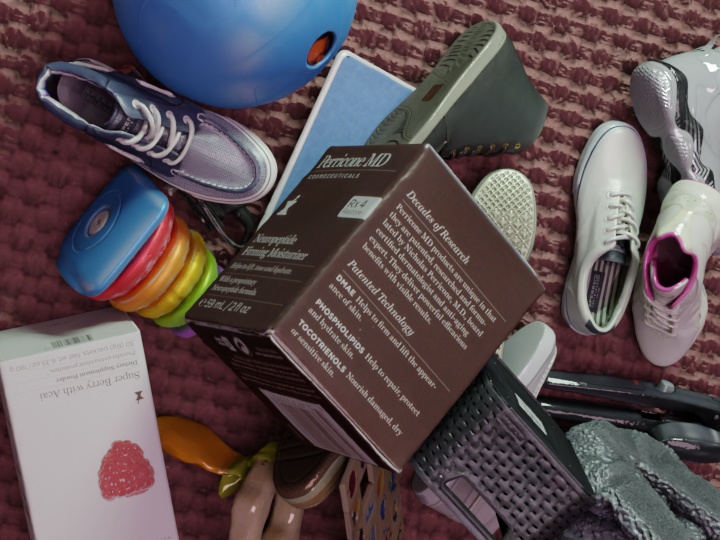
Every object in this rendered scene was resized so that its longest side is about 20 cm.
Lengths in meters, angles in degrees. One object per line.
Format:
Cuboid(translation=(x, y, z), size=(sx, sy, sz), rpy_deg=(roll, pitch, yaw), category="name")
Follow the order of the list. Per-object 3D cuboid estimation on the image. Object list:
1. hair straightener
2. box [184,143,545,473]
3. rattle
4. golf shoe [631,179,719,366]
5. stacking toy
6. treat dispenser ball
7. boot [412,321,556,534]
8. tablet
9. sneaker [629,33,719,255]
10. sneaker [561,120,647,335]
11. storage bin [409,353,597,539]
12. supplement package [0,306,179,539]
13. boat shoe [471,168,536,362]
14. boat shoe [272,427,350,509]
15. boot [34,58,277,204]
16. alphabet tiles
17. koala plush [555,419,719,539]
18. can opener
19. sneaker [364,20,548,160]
Cuboid(translation=(-0.155, -0.079, 1.456), size=(0.041, 0.077, 0.200), rpy_deg=(-23, 117, 28), category="hair straightener")
Cuboid(translation=(0.002, 0.026, 1.363), size=(0.164, 0.166, 0.200), rpy_deg=(48, 71, -23), category="box")
Cuboid(translation=(-0.118, 0.239, 1.526), size=(0.142, 0.131, 0.201), rpy_deg=(3, 133, 5), category="rattle")
Cuboid(translation=(0.278, 0.015, 1.559), size=(0.092, 0.075, 0.201), rpy_deg=(-47, 149, -46), category="golf shoe")
Cuboid(translation=(-0.153, 0.012, 1.465), size=(0.200, 0.116, 0.110), rpy_deg=(39, 92, -32), category="stacking toy")
Cuboid(translation=(-0.101, -0.232, 1.373), size=(0.199, 0.201, 0.203), rpy_deg=(-3, 100, -16), category="treat dispenser ball")
Cuboid(translation=(0.140, 0.149, 1.582), size=(0.095, 0.074, 0.201), rpy_deg=(33, 98, -19), category="boot")
Cuboid(translation=(-0.013, -0.080, 1.507), size=(0.130, 0.014, 0.201), rpy_deg=(24, 91, -38), category="tablet")
Cuboid(translation=(0.330, -0.119, 1.584), size=(0.114, 0.075, 0.201), rpy_deg=(-29, 112, -16), category="sneaker")
Cuboid(translation=(0.234, -0.036, 1.574), size=(0.072, 0.071, 0.202), rpy_deg=(4, 96, -17), category="sneaker")
Cuboid(translation=(0.111, 0.148, 1.436), size=(0.094, 0.200, 0.135), rpy_deg=(-41, 100, 6), category="storage bin")
Cuboid(translation=(-0.232, 0.147, 1.441), size=(0.120, 0.120, 0.202), rpy_deg=(-13, 103, -14), category="supplement package")
Cuboid(translation=(0.113, 0.006, 1.550), size=(0.074, 0.062, 0.202), rpy_deg=(9, 95, -3), category="boat shoe")
Cuboid(translation=(-0.012, 0.141, 1.487), size=(0.200, 0.071, 0.076), rpy_deg=(-60, 136, -42), category="boat shoe")
Cuboid(translation=(-0.165, -0.108, 1.364), size=(0.199, 0.090, 0.073), rpy_deg=(24, 98, 3), category="boot")
Cuboid(translation=(0.016, 0.198, 1.502), size=(0.007, 0.168, 0.201), rpy_deg=(6, 131, 15), category="alphabet tiles")
Cuboid(translation=(0.217, 0.260, 1.558), size=(0.184, 0.177, 0.201), rpy_deg=(45, 121, 20), category="koala plush")
Cuboid(translation=(0.257, 0.128, 1.615), size=(0.199, 0.079, 0.064), rpy_deg=(16, 100, -8), category="can opener")
Cuboid(translation=(0.086, -0.113, 1.501), size=(0.200, 0.075, 0.106), rpy_deg=(-48, 117, -13), category="sneaker")
